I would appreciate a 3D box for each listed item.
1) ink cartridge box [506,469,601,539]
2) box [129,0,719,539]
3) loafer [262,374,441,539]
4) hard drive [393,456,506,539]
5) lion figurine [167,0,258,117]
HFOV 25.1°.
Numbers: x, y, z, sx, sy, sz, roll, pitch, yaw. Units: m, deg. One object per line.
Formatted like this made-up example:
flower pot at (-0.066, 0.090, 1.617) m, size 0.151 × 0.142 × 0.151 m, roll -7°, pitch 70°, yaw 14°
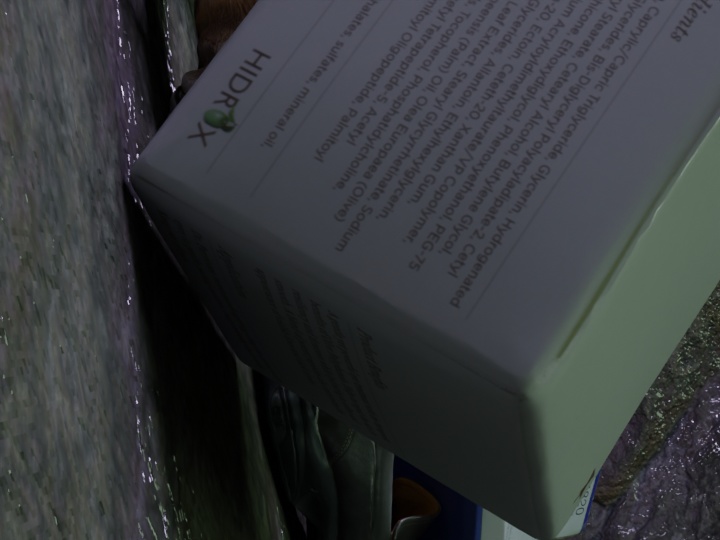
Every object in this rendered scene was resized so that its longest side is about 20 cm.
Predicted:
ink cartridge box at (0.086, 0.082, 1.002) m, size 0.041 × 0.200 × 0.200 m, roll 25°, pitch -73°, yaw 43°
box at (0.051, -0.033, 0.644) m, size 0.200 × 0.171 × 0.199 m, roll -54°, pitch 160°, yaw -15°
loafer at (0.006, 0.130, 0.817) m, size 0.073 × 0.072 × 0.200 m, roll -98°, pitch 176°, yaw -60°
hard drive at (0.038, 0.156, 0.867) m, size 0.132 × 0.025 × 0.200 m, roll -152°, pitch -117°, yaw -65°
lion figurine at (-0.062, -0.148, 0.710) m, size 0.123 × 0.072 × 0.200 m, roll 85°, pitch -7°, yaw -49°
